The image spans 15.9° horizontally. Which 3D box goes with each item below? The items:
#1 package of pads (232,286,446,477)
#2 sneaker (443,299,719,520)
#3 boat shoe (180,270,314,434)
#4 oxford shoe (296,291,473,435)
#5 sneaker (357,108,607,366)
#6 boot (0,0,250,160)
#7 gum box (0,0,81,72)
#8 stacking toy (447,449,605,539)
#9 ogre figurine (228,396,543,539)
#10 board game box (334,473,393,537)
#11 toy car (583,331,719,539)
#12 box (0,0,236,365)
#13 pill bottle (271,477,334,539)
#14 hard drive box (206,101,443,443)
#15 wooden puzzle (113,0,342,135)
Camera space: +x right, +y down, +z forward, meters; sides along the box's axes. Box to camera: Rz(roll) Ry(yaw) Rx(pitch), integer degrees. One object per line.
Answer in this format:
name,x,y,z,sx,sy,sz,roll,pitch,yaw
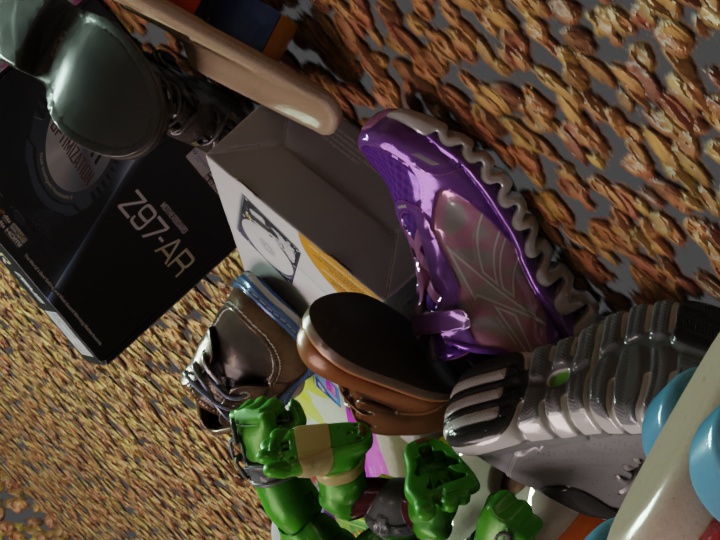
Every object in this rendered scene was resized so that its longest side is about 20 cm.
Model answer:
package of pads,-0.012,0.076,1.804,0.154,0.068,0.200,39,162,23
sneaker,0.151,0.081,1.359,0.200,0.075,0.115,-13,138,42
boat shoe,-0.073,0.065,1.648,0.072,0.072,0.200,44,164,13
oxford shoe,0.015,0.064,1.451,0.200,0.071,0.071,22,-148,-58
sneaker,0.058,0.003,1.417,0.200,0.088,0.080,52,165,-15
boot,-0.121,-0.105,1.577,0.174,0.069,0.200,24,-167,-42
gum box,-0.274,-0.153,1.679,0.066,0.200,0.113,53,161,-21
stacking toy,0.155,0.158,1.521,0.200,0.146,0.146,37,169,-24
ogre figurine,0.016,0.147,1.428,0.200,0.098,0.120,4,124,20
board game box,0.058,0.232,1.618,0.102,0.048,0.200,12,128,48
toy car,0.226,0.115,1.148,0.200,0.177,0.184,32,149,0
box,-0.183,-0.061,1.746,0.200,0.160,0.044,52,164,-15
pill bottle,0.035,0.226,1.966,0.200,0.111,0.111,35,160,33
hard drive box,0.000,0.000,1.579,0.156,0.077,0.200,39,163,27
wooden puzzle,-0.115,-0.161,1.472,0.200,0.046,0.185,33,178,-37
